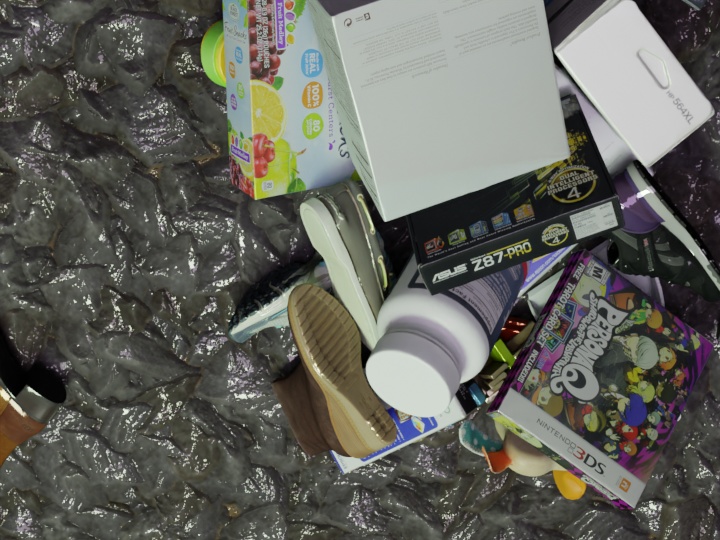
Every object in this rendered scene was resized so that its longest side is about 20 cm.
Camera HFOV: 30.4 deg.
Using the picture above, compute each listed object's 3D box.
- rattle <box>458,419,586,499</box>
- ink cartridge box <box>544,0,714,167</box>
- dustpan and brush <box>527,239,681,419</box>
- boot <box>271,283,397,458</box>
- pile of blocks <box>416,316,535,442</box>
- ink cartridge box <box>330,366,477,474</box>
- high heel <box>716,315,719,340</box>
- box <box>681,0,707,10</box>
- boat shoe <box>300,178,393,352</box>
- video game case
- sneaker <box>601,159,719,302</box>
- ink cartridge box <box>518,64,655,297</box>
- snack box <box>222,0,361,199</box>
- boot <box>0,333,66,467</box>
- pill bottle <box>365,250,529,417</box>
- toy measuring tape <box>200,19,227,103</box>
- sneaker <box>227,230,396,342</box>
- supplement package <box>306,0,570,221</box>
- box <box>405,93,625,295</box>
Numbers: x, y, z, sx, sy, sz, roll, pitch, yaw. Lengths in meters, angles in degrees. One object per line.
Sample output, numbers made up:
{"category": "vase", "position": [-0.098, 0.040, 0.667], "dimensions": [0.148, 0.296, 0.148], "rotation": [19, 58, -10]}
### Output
{"category": "rattle", "position": [0.172, 0.209, 1.426], "dimensions": [0.130, 0.199, 0.144], "rotation": [44, 133, 16]}
{"category": "ink cartridge box", "position": [0.243, -0.201, 1.261], "dimensions": [0.084, 0.200, 0.146], "rotation": [-39, 105, 14]}
{"category": "dustpan and brush", "position": [0.289, 0.077, 1.436], "dimensions": [0.139, 0.057, 0.201], "rotation": [-34, 106, 12]}
{"category": "boot", "position": [-0.055, 0.114, 1.405], "dimensions": [0.072, 0.165, 0.202], "rotation": [-36, 103, -34]}
{"category": "pile of blocks", "position": [0.117, 0.112, 1.442], "dimensions": [0.199, 0.082, 0.062], "rotation": [-37, 96, 12]}
{"category": "ink cartridge box", "position": [0.030, 0.146, 1.443], "dimensions": [0.199, 0.037, 0.096], "rotation": [-31, 87, 38]}
{"category": "high heel", "position": [0.471, 0.008, 1.396], "dimensions": [0.140, 0.072, 0.202], "rotation": [12, 126, 4]}
{"category": "box", "position": [0.300, -0.365, 1.203], "dimensions": [0.116, 0.197, 0.201], "rotation": [29, 108, -10]}
{"category": "boat shoe", "position": [0.002, 0.001, 1.346], "dimensions": [0.060, 0.072, 0.204], "rotation": [-35, 125, -19]}
{"category": "video game case", "position": [0.250, 0.111, 1.364], "dimensions": [0.180, 0.036, 0.201], "rotation": [35, 72, -10]}
{"category": "sneaker", "position": [0.303, -0.025, 1.381], "dimensions": [0.087, 0.076, 0.200], "rotation": [-36, 122, 16]}
{"category": "ink cartridge box", "position": [0.170, -0.108, 1.380], "dimensions": [0.198, 0.044, 0.200], "rotation": [-42, 106, 15]}
{"category": "snack box", "position": [-0.047, -0.187, 1.309], "dimensions": [0.166, 0.068, 0.203], "rotation": [-11, 114, -28]}
{"category": "boot", "position": [-0.455, 0.150, 1.492], "dimensions": [0.188, 0.069, 0.200], "rotation": [38, 114, -20]}
{"category": "pill bottle", "position": [0.084, 0.043, 1.323], "dimensions": [0.118, 0.201, 0.121], "rotation": [18, 140, 16]}
{"category": "toy measuring tape", "position": [-0.126, -0.253, 1.316], "dimensions": [0.072, 0.074, 0.203], "rotation": [0, 112, 1]}
{"category": "sneaker", "position": [-0.050, 0.035, 1.421], "dimensions": [0.198, 0.078, 0.087], "rotation": [-30, 110, 11]}
{"category": "supplement package", "position": [0.068, -0.190, 1.220], "dimensions": [0.189, 0.147, 0.202], "rotation": [-19, 119, -5]}
{"category": "box", "position": [0.141, -0.075, 1.285], "dimensions": [0.197, 0.162, 0.049], "rotation": [-20, 131, 9]}
